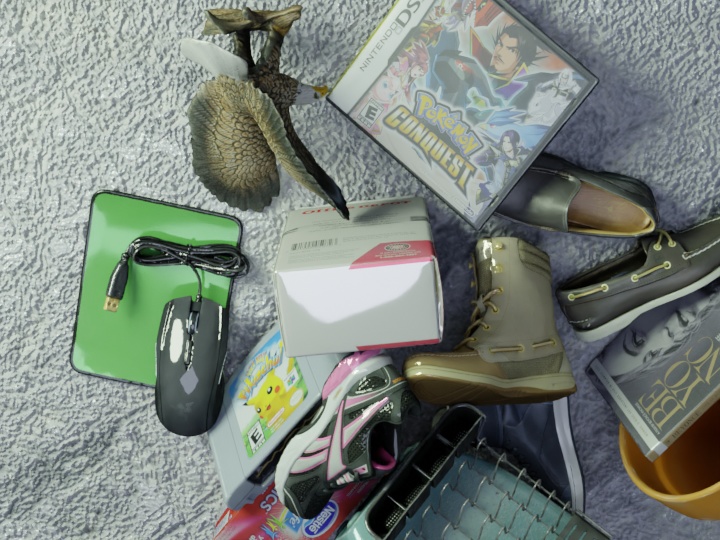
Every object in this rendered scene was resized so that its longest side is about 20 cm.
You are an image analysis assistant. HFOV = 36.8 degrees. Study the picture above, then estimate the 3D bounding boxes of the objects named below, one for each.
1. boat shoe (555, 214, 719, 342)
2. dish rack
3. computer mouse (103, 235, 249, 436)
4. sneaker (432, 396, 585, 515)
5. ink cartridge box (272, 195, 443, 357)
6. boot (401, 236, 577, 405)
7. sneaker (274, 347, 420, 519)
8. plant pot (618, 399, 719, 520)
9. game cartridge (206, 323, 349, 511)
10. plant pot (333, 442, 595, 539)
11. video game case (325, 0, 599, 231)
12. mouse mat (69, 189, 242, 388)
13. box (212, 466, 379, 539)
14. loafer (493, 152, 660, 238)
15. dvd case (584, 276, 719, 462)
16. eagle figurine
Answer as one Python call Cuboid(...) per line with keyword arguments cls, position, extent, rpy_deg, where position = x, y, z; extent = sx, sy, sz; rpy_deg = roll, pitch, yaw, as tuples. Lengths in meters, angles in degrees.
Cuboid(cls="boat shoe", position=(0.290, -0.004, 1.077), extent=(0.199, 0.072, 0.061), rpy_deg=(-32, 107, 11))
Cuboid(cls="dish rack", position=(0.120, 0.236, 0.969), extent=(0.199, 0.055, 0.154), rpy_deg=(35, 70, 22))
Cuboid(cls="computer mouse", position=(-0.197, 0.065, 1.092), extent=(0.138, 0.046, 0.204), rpy_deg=(12, 94, -2))
Cuboid(cls="sneaker", position=(0.151, 0.188, 1.122), extent=(0.143, 0.077, 0.206), rpy_deg=(-13, 96, -8))
Cuboid(cls="ink cartridge box", position=(0.000, 0.000, 1.015), extent=(0.143, 0.200, 0.084), rpy_deg=(-6, 108, 3))
Cuboid(cls="boot", position=(0.116, 0.046, 1.036), extent=(0.197, 0.073, 0.158), rpy_deg=(4, 70, -30))
Cuboid(cls="sneaker", position=(-0.011, 0.165, 0.986), extent=(0.086, 0.080, 0.202), rpy_deg=(44, 128, 26))
Cuboid(cls="plant pot", position=(0.391, 0.169, 1.074), extent=(0.182, 0.201, 0.201), rpy_deg=(31, 104, -24))
Cuboid(cls="game cartridge", position=(-0.082, 0.126, 1.086), extent=(0.040, 0.134, 0.200), rpy_deg=(31, 109, -32))
Cuboid(cls="plant pot", position=(0.085, 0.286, 1.079), extent=(0.199, 0.196, 0.197), rpy_deg=(41, 70, 6))
Cuboid(cls="video game case", position=(0.094, -0.172, 1.032), extent=(0.199, 0.025, 0.182), rpy_deg=(41, 103, 5))
Cuboid(cls="mouse mat", position=(-0.214, 0.026, 1.124), extent=(0.158, 0.008, 0.204), rpy_deg=(11, 106, -3))
Cuboid(cls="box", position=(-0.058, 0.218, 1.127), extent=(0.095, 0.100, 0.201), rpy_deg=(37, 102, -10))
Cuboid(cls="loafer", position=(0.197, -0.071, 1.059), extent=(0.196, 0.072, 0.074), rpy_deg=(5, 107, 0))
Cuboid(cls="dvd case", position=(0.321, 0.071, 1.060), extent=(0.016, 0.149, 0.200), rpy_deg=(35, 104, -28))
Cuboid(cls="eagle figurine", position=(-0.087, -0.141, 1.007), extent=(0.148, 0.152, 0.204), rpy_deg=(-3, 103, -6))
